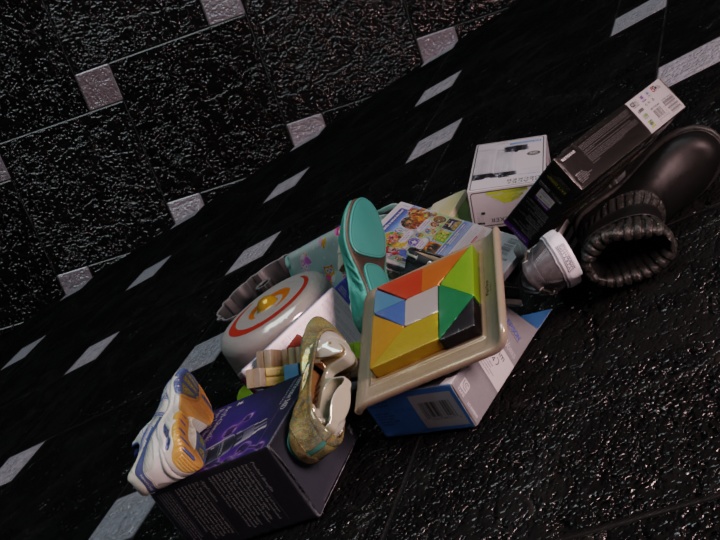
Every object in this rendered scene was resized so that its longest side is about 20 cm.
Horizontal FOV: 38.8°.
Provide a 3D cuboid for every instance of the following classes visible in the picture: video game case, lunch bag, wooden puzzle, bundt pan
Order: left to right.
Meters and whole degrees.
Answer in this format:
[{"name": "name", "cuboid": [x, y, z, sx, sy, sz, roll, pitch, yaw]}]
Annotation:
[{"name": "bundt pan", "cuboid": [-0.148, 0.051, 1.766, 0.201, 0.076, 0.202, -33, 17, 11]}, {"name": "lunch bag", "cuboid": [0.014, -0.020, 1.553, 0.198, 0.123, 0.170, -17, -5, -39]}, {"name": "wooden puzzle", "cuboid": [0.071, 0.049, 1.115, 0.199, 0.037, 0.186, -30, 32, 25]}, {"name": "video game case", "cuboid": [0.108, -0.028, 1.364, 0.198, 0.018, 0.143, 19, 40, 24]}]

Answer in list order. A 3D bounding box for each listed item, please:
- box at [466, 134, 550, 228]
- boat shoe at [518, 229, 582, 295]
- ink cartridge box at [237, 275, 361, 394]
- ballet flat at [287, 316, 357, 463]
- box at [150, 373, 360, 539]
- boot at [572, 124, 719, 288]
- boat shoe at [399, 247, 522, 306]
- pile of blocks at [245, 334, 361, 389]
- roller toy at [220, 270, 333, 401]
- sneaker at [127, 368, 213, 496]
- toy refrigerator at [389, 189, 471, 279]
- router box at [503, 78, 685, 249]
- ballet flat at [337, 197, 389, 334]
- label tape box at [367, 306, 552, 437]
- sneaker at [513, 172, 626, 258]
[{"name": "box", "cuboid": [0.223, -0.132, 1.504, 0.115, 0.061, 0.201, -6, 25, 15]}, {"name": "boat shoe", "cuboid": [0.206, 0.001, 1.139, 0.066, 0.070, 0.200, -31, -2, 7]}, {"name": "ink cartridge box", "cuboid": [-0.048, 0.111, 1.319, 0.200, 0.120, 0.042, -43, 1, -22]}, {"name": "ballet flat", "cuboid": [-0.035, 0.122, 1.135, 0.070, 0.071, 0.202, -25, 35, 29]}, {"name": "box", "cuboid": [-0.121, 0.222, 1.186, 0.198, 0.105, 0.148, -26, 18, 30]}, {"name": "boot", "cuboid": [0.330, -0.070, 1.139, 0.211, 0.079, 0.158, -42, 7, 15]}, {"name": "boat shoe", "cuboid": [0.114, 0.007, 1.211, 0.075, 0.061, 0.199, 8, 0, -41]}, {"name": "pile of blocks", "cuboid": [-0.043, 0.106, 1.256, 0.197, 0.063, 0.082, -3, -11, -19]}, {"name": "roller toy", "cuboid": [-0.098, 0.093, 1.436, 0.181, 0.141, 0.200, -28, 17, 21]}, {"name": "sneaker", "cuboid": [-0.226, 0.183, 1.185, 0.088, 0.076, 0.200, -33, 16, 9]}, {"name": "toy refrigerator", "cuboid": [0.119, -0.030, 1.464, 0.069, 0.076, 0.200, -22, 20, 36]}, {"name": "router box", "cuboid": [0.272, -0.124, 1.198, 0.199, 0.051, 0.149, -36, -11, -28]}, {"name": "ballet flat", "cuboid": [0.000, 0.000, 1.298, 0.070, 0.067, 0.202, -44, 45, 37]}, {"name": "label tape box", "cuboid": [0.110, 0.094, 1.158, 0.143, 0.064, 0.200, -17, 25, 46]}, {"name": "sneaker", "cuboid": [0.259, -0.085, 1.336, 0.115, 0.075, 0.200, -11, 30, 52]}]
